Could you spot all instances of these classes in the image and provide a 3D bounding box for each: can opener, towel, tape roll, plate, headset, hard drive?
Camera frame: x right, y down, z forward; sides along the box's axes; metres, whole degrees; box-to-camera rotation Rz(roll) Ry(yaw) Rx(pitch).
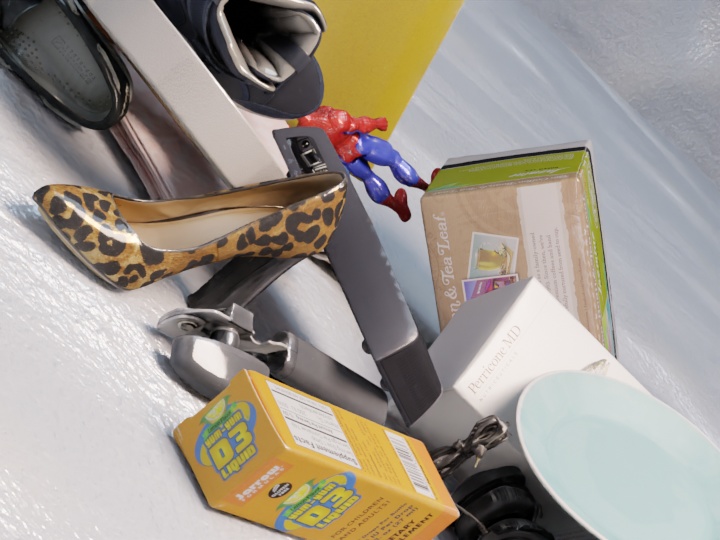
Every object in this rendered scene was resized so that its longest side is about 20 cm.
[{"bbox_3d":[-0.058,0.077,1.345,0.200,0.053,0.067,34,52,-43],"label":"can opener"},{"bbox_3d":[-0.113,-0.092,1.555,0.199,0.032,0.191,10,40,-49],"label":"towel"},{"bbox_3d":[-0.123,-0.127,1.413,0.203,0.037,0.203,52,-2,2],"label":"tape roll"},{"bbox_3d":[0.191,0.148,1.428,0.199,0.026,0.201,22,32,-15],"label":"plate"},{"bbox_3d":[0.111,0.180,1.434,0.200,0.094,0.124,47,12,-36],"label":"headset"},{"bbox_3d":[0.000,0.000,1.443,0.135,0.042,0.201,65,0,-61],"label":"hard drive"}]

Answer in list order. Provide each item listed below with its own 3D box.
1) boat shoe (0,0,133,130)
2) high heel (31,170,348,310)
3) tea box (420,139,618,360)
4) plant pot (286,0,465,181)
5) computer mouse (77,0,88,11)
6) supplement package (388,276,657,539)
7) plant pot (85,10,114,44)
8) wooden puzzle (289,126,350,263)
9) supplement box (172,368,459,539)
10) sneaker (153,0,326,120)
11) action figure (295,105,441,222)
[{"bbox_3d":[-0.234,-0.182,1.429,0.200,0.076,0.060,44,9,-11],"label":"boat shoe"},{"bbox_3d":[-0.105,-0.046,1.310,0.200,0.142,0.072,31,23,-46],"label":"high heel"},{"bbox_3d":[0.137,0.010,1.700,0.197,0.133,0.201,-54,136,-73],"label":"tea box"},{"bbox_3d":[-0.038,-0.231,1.867,0.176,0.201,0.200,26,14,-15],"label":"plant pot"},{"bbox_3d":[-0.187,-0.233,1.506,0.053,0.199,0.139,-104,-173,-73],"label":"computer mouse"},{"bbox_3d":[0.140,0.121,1.538,0.200,0.117,0.117,44,-25,-12],"label":"supplement package"},{"bbox_3d":[-0.166,-0.259,1.593,0.200,0.200,0.140,45,21,-7],"label":"plant pot"},{"bbox_3d":[-0.053,-0.080,1.726,0.200,0.046,0.186,40,16,-26],"label":"wooden puzzle"},{"bbox_3d":[-0.024,0.125,1.257,0.200,0.066,0.069,28,27,-49],"label":"supplement box"},{"bbox_3d":[-0.062,-0.151,1.443,0.146,0.077,0.202,33,-5,45],"label":"sneaker"},{"bbox_3d":[-0.004,-0.102,1.710,0.200,0.065,0.052,30,45,-51],"label":"action figure"}]
